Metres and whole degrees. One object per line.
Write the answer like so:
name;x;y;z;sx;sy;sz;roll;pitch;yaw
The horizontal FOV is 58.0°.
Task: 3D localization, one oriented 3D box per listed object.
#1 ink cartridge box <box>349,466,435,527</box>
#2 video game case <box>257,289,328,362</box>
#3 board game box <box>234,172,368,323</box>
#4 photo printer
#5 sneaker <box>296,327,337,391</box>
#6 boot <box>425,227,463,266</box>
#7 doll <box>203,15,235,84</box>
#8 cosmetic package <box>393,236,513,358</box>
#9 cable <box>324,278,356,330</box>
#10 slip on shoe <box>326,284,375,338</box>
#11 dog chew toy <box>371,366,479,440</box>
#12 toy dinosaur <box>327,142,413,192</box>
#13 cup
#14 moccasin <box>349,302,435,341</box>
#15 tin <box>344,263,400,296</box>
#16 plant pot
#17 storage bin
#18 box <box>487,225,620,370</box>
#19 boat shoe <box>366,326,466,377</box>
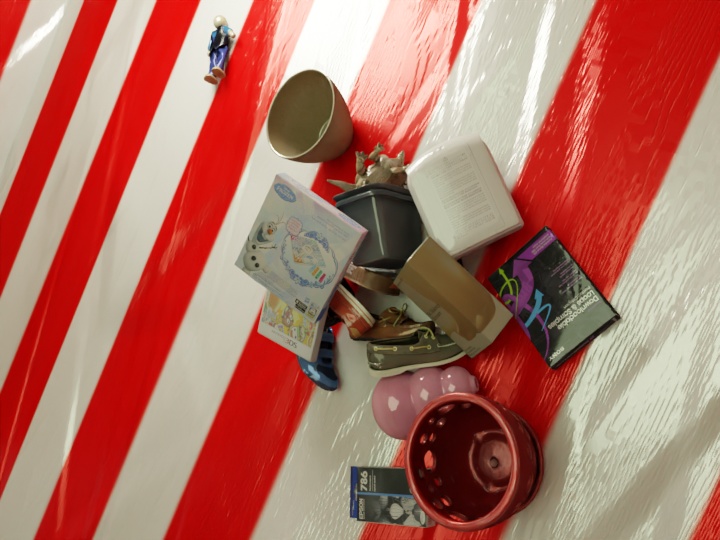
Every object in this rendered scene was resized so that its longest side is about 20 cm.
ink cartridge box;0.049;0.424;1.224;0.196;0.039;0.103;-11;72;35
video game case;-0.131;0.057;1.316;0.179;0.023;0.206;20;99;43
board game box;-0.114;-0.042;1.215;0.198;0.043;0.202;34;111;10
photo printer;0.181;-0.136;1.174;0.163;0.069;0.204;-26;79;7
sneaker;-0.093;0.160;1.377;0.082;0.073;0.203;-41;59;18
boot;0.204;-0.091;1.221;0.163;0.072;0.205;-25;73;21
doll;-0.395;-0.628;1.819;0.135;0.048;0.206;-22;60;41
cosmetic package;0.159;0.049;1.138;0.199;0.106;0.071;43;65;8
cable;-0.105;0.051;1.389;0.161;0.051;0.201;-34;56;-6
slip on shoe;-0.052;0.060;1.293;0.061;0.074;0.199;-44;56;-6
dog chew toy;0.119;0.230;1.174;0.196;0.124;0.128;-21;66;23
toy dinosaur;0.030;-0.180;1.303;0.196;0.136;0.087;-27;75;-15
cup;-0.095;-0.324;1.457;0.196;0.142;0.207;-11;71;33
moccasin;0.062;0.103;1.281;0.198;0.072;0.080;-2;84;46
tin;0.000;0.000;1.319;0.197;0.110;0.043;26;105;37
plant pot;0.196;0.307;1.053;0.196;0.181;0.207;-10;72;34
storage bin;0.039;-0.076;1.270;0.142;0.198;0.139;-13;79;32
box;0.327;0.045;1.115;0.143;0.036;0.202;-44;58;20
boat shoe;0.107;0.139;1.178;0.196;0.072;0.062;-13;103;-7
